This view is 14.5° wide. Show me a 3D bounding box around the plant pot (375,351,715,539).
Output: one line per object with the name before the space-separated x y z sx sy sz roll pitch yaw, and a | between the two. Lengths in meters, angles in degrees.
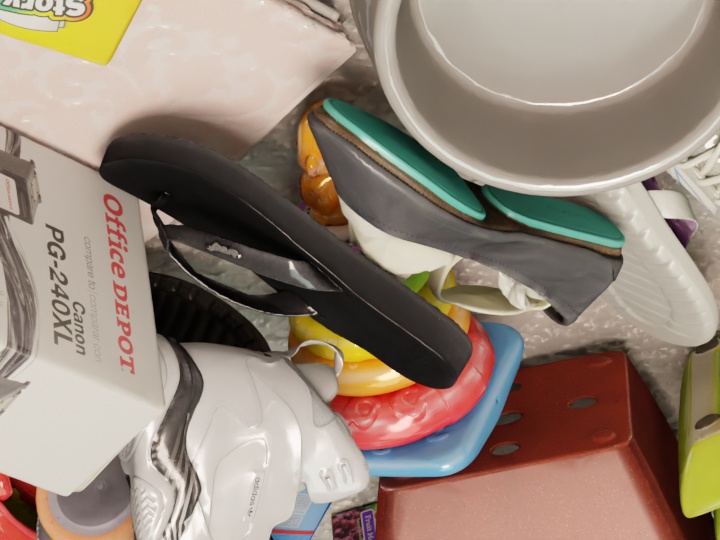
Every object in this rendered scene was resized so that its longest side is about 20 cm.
plant pot | 0.096 0.157 1.523 0.200 0.200 0.176 -12 108 8

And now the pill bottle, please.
pill bottle | -0.106 0.150 1.493 0.106 0.106 0.200 -14 152 8

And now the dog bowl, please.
dog bowl | 0.093 -0.119 1.279 0.200 0.059 0.200 -1 128 -1

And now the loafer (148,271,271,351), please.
loafer | -0.135 0.037 1.443 0.200 0.073 0.071 16 162 13

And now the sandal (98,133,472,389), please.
sandal | -0.039 -0.001 1.330 0.200 0.043 0.076 33 160 1

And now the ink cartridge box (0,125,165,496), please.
ink cartridge box | -0.194 0.000 1.295 0.200 0.145 0.083 24 129 -34

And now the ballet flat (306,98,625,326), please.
ballet flat | 0.043 -0.018 1.344 0.200 0.073 0.073 21 133 -38

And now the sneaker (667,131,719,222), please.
sneaker | 0.191 -0.053 1.394 0.200 0.087 0.075 27 132 -34

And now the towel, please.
towel | -0.135 -0.096 1.328 0.200 0.032 0.191 25 130 -34

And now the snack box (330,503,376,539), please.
snack box | 0.081 0.202 1.714 0.142 0.053 0.200 -18 139 10

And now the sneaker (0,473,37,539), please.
sneaker | -0.227 0.109 1.528 0.200 0.077 0.085 26 127 -28

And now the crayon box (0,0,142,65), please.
crayon box | -0.162 -0.191 1.158 0.200 0.058 0.173 17 123 -25

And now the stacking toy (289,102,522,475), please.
stacking toy | 0.000 0.000 1.415 0.110 0.116 0.200 2 130 25

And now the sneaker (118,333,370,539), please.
sneaker | -0.056 0.126 1.367 0.115 0.075 0.200 -4 100 -15

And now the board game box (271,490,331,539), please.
board game box | -0.114 0.165 1.650 0.151 0.037 0.200 8 138 -18

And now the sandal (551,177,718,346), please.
sandal | 0.140 -0.031 1.436 0.082 0.050 0.203 22 157 40

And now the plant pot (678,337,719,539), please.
plant pot | 0.275 0.114 1.502 0.200 0.199 0.182 -24 104 15
